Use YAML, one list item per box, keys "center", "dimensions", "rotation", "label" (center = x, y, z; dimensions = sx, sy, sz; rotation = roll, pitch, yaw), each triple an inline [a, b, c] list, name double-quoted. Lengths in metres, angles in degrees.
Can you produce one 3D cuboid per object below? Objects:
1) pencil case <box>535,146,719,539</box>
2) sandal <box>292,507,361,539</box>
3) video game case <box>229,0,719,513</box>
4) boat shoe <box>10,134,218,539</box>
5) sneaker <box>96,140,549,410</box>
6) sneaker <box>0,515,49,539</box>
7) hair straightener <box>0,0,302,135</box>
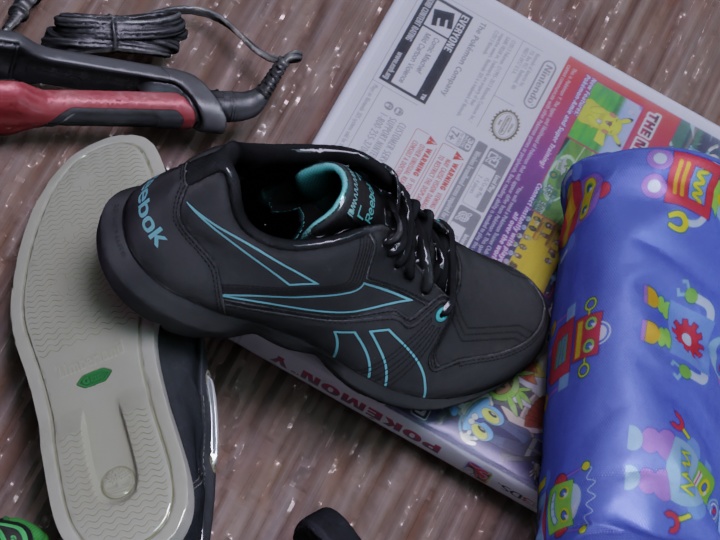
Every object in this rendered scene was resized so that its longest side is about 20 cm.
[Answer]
- center: [0.114, 0.047, 1.096]
  dimensions: [0.087, 0.078, 0.201]
  rotation: [25, 55, -26]
  label: "pencil case"
- center: [0.038, 0.175, 1.063]
  dimensions: [0.045, 0.075, 0.201]
  rotation: [-21, 74, -21]
  label: "sandal"
- center: [0.060, -0.012, 1.172]
  dimensions: [0.182, 0.023, 0.201]
  rotation: [29, 61, 0]
  label: "video game case"
- center: [-0.092, 0.039, 1.089]
  dimensions: [0.071, 0.068, 0.201]
  rotation: [-15, 57, 11]
  label: "boat shoe"
- center: [0.000, 0.000, 1.069]
  dimensions: [0.199, 0.079, 0.076]
  rotation: [13, 52, -33]
  label: "sneaker"
- center: [-0.098, 0.174, 1.015]
  dimensions: [0.085, 0.078, 0.200]
  rotation: [-31, 80, -28]
  label: "sneaker"
- center: [-0.123, -0.094, 1.134]
  dimensions: [0.199, 0.041, 0.077]
  rotation: [-2, 60, -11]
  label: "hair straightener"
